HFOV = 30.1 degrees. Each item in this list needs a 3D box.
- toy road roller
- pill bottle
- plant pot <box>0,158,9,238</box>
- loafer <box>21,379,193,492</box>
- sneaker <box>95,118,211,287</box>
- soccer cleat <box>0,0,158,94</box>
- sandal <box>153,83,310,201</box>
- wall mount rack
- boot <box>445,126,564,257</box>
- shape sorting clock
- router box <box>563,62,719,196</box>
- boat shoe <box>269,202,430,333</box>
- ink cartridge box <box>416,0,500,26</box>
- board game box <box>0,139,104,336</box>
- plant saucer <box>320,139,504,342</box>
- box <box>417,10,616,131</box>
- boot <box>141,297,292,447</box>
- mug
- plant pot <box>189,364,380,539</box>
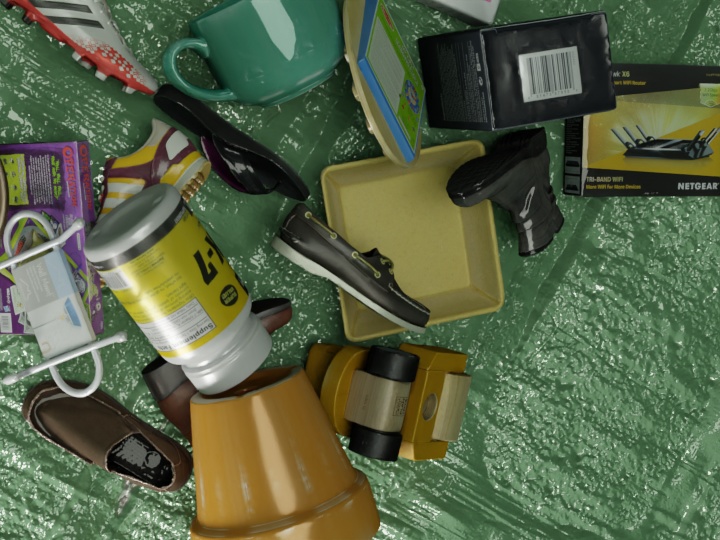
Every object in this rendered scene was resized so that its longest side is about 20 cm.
[{"bbox_3d":[0.022,0.138,1.527,0.199,0.145,0.124,10,93,-55],"label":"toy road roller"},{"bbox_3d":[-0.182,0.022,1.368,0.114,0.114,0.201,-38,114,-10],"label":"pill bottle"},{"bbox_3d":[-0.449,-0.070,1.345,0.198,0.093,0.203,0,88,-5],"label":"plant pot"},{"bbox_3d":[-0.270,0.177,1.439,0.198,0.071,0.074,25,88,-6],"label":"loafer"},{"bbox_3d":[-0.254,-0.069,1.435,0.090,0.075,0.200,43,87,6],"label":"sneaker"},{"bbox_3d":[-0.284,-0.262,1.400,0.199,0.069,0.086,37,89,-13],"label":"soccer cleat"},{"bbox_3d":[-0.145,-0.125,1.449,0.200,0.075,0.048,35,74,-18],"label":"sandal"},{"bbox_3d":[-0.304,0.030,1.339,0.172,0.074,0.202,-21,91,25],"label":"wall mount rack"},{"bbox_3d":[0.176,-0.073,1.513,0.200,0.069,0.133,-33,113,-47],"label":"boot"},{"bbox_3d":[0.023,-0.208,1.447,0.039,0.200,0.202,-13,102,22],"label":"shape sorting clock"},{"bbox_3d":[0.345,-0.168,1.611,0.198,0.052,0.159,-2,96,-17],"label":"router box"},{"bbox_3d":[0.000,0.000,1.463,0.200,0.072,0.061,31,91,-15],"label":"boat shoe"},{"bbox_3d":[0.099,-0.402,1.515,0.172,0.044,0.202,18,90,-20],"label":"ink cartridge box"},{"bbox_3d":[-0.331,-0.033,1.396,0.119,0.032,0.202,1,99,26],"label":"board game box"},{"bbox_3d":[0.056,-0.036,1.539,0.198,0.048,0.202,-11,98,-16],"label":"plant saucer"},{"bbox_3d":[0.168,-0.218,1.473,0.147,0.200,0.108,-11,99,-16],"label":"box"},{"bbox_3d":[-0.118,0.151,1.495,0.187,0.068,0.201,-34,105,-11],"label":"boot"},{"bbox_3d":[-0.104,-0.236,1.420,0.184,0.152,0.115,-23,106,14],"label":"mug"},{"bbox_3d":[-0.096,0.205,1.409,0.198,0.200,0.185,-16,97,-15],"label":"plant pot"}]
